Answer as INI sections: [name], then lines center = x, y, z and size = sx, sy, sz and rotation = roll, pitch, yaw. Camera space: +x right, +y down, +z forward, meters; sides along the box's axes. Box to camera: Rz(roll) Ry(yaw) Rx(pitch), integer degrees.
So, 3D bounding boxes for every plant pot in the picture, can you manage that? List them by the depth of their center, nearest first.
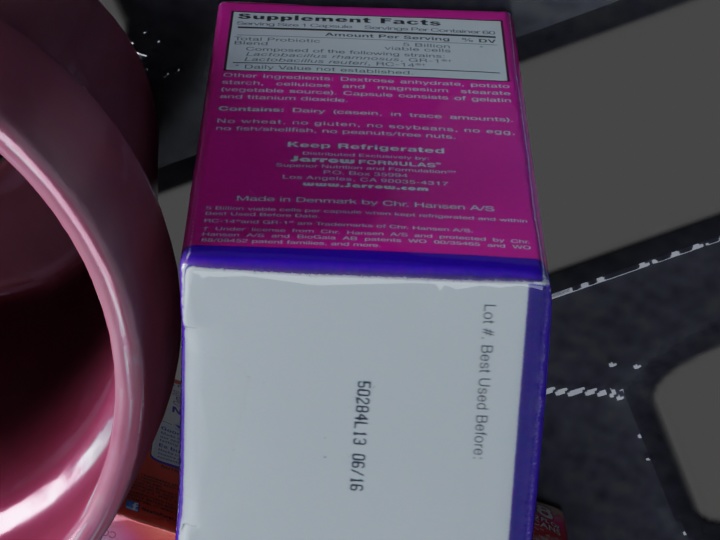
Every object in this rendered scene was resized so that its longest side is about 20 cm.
[plant pot]
center = -0.142, -0.012, 0.774
size = 0.200, 0.179, 0.200
rotation = 4, 116, 8

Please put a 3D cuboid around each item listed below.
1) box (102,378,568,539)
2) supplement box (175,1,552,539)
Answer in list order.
[box]
center = -0.032, 0.115, 0.891
size = 0.200, 0.100, 0.096
rotation = 19, 116, -9
[supplement box]
center = 0.000, 0.000, 0.777
size = 0.103, 0.200, 0.101
rotation = 3, 116, 0
